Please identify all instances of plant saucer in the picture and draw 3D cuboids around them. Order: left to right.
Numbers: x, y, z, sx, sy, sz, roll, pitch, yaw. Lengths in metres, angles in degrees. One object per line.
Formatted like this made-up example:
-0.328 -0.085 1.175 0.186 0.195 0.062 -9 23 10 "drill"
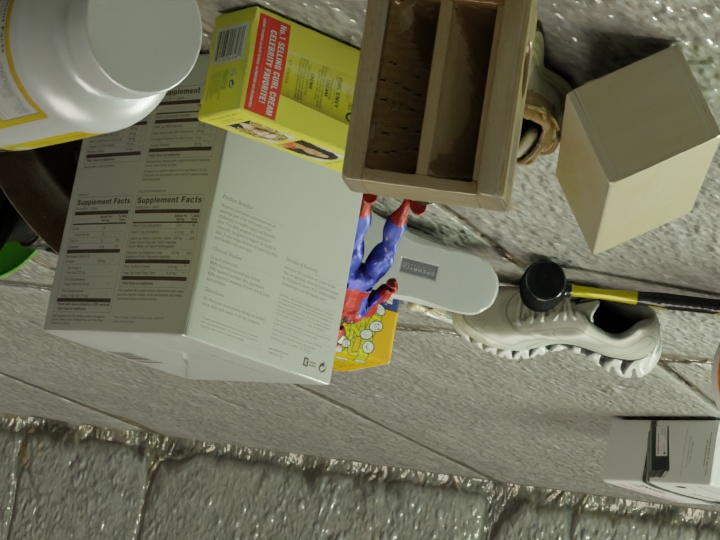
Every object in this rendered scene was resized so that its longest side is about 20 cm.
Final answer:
-0.203 -0.065 1.704 0.032 0.201 0.200 -42 142 21 "plant saucer"

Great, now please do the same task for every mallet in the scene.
0.239 0.025 2.022 0.198 0.041 0.066 8 170 -7 "mallet"

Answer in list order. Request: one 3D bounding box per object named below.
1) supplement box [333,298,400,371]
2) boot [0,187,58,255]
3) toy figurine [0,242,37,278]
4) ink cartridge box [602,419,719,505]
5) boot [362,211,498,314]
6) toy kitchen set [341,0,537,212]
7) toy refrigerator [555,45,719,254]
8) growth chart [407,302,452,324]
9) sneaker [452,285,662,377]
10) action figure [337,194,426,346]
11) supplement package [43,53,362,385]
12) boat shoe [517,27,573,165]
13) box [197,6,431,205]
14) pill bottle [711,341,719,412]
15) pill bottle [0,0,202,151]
-0.072 0.017 2.077 0.199 0.110 0.109 15 169 -22 "supplement box"
-0.241 -0.029 1.725 0.079 0.212 0.158 -30 114 28 "boot"
-0.352 -0.049 1.885 0.150 0.200 0.184 39 174 -13 "toy figurine"
0.421 0.240 2.794 0.144 0.085 0.199 18 167 -33 "ink cartridge box"
0.018 -0.008 1.968 0.199 0.074 0.095 22 174 -19 "boot"
0.075 -0.130 0.993 0.162 0.182 0.200 8 173 9 "toy kitchen set"
0.171 -0.075 1.427 0.075 0.070 0.200 -24 169 -1 "toy refrigerator"
0.163 0.053 2.276 0.144 0.018 0.199 20 166 -41 "growth chart"
0.185 0.043 2.097 0.198 0.076 0.081 7 155 6 "sneaker"
0.000 0.000 1.856 0.065 0.052 0.200 8 143 -12 "action figure"
-0.106 -0.034 1.606 0.150 0.202 0.151 0 165 42 "supplement package"
0.091 -0.101 1.426 0.073 0.067 0.200 7 169 17 "boat shoe"
-0.011 -0.107 1.488 0.199 0.076 0.050 20 163 -36 "box"
0.413 0.093 1.976 0.114 0.115 0.200 17 168 -29 "pill bottle"
-0.182 -0.137 1.392 0.111 0.113 0.199 18 167 -33 "pill bottle"
